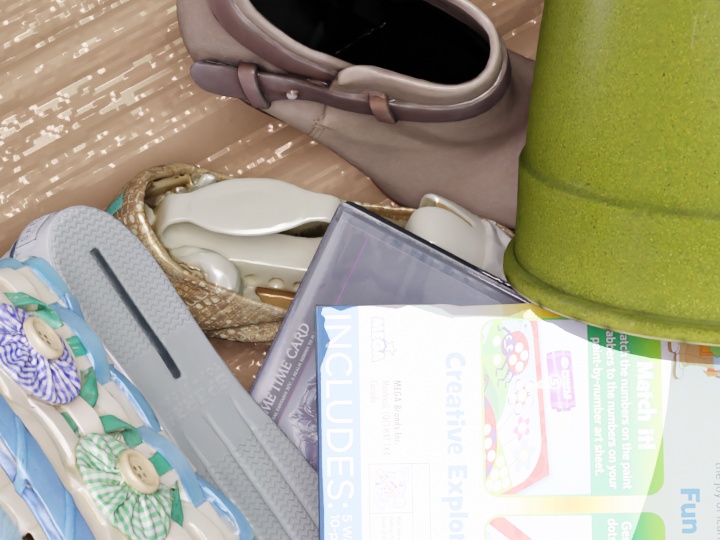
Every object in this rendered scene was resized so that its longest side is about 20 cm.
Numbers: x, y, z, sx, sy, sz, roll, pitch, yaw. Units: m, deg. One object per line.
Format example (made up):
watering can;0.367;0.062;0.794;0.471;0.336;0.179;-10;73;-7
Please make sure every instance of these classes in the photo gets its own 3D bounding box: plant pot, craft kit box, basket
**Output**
plant pot;0.145;-0.095;0.914;0.200;0.200;0.194;-4;105;-8
craft kit box;0.085;0.108;0.922;0.197;0.049;0.201;-1;86;4
basket;-0.144;0.086;0.857;0.176;0.139;0.200;52;42;5

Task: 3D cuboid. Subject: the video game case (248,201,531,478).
video game case;0.050;0.084;0.981;0.200;0.019;0.143;28;98;10

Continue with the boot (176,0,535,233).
boot;0.029;-0.064;1.006;0.199;0.146;0.070;13;81;-6

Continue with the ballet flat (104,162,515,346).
ballet flat;0.000;0.000;1.031;0.199;0.065;0.071;5;57;-9

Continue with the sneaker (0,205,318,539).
sneaker;-0.067;0.074;0.974;0.073;0.071;0.200;-26;84;-50
